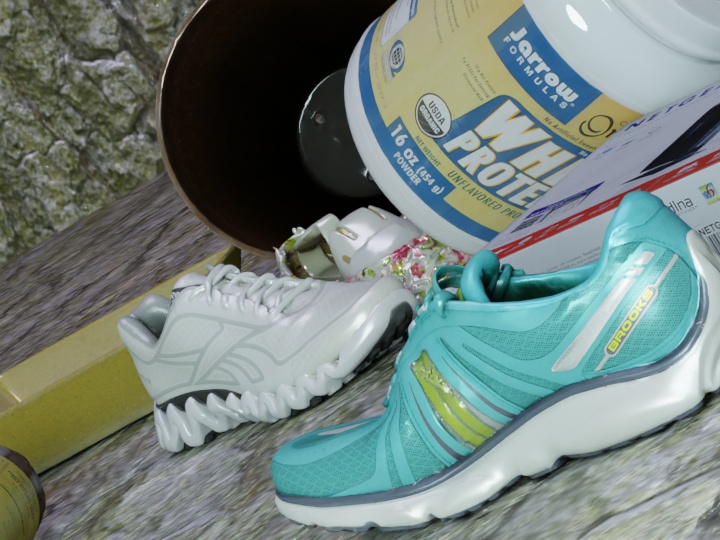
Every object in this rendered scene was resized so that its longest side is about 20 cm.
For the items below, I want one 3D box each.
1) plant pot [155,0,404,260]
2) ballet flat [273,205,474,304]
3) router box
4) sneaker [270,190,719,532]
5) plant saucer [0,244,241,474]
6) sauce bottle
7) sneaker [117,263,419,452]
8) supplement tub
[{"bbox_3d":[-0.016,-0.095,1.880,0.187,0.187,0.200,-30,-7,8],"label":"plant pot"},{"bbox_3d":[0.000,0.000,1.519,0.076,0.064,0.200,-33,8,-22],"label":"ballet flat"},{"bbox_3d":[0.157,-0.042,1.220,0.200,0.049,0.179,-25,9,39],"label":"router box"},{"bbox_3d":[0.046,0.033,1.045,0.200,0.080,0.078,-28,8,30],"label":"sneaker"},{"bbox_3d":[-0.164,0.069,1.777,0.200,0.048,0.200,-28,8,16],"label":"plant saucer"},{"bbox_3d":[-0.205,0.139,1.410,0.065,0.065,0.200,-29,7,15],"label":"sauce bottle"},{"bbox_3d":[-0.052,0.032,1.458,0.200,0.081,0.075,-21,11,47],"label":"sneaker"},{"bbox_3d":[0.101,-0.111,1.410,0.200,0.145,0.145,-41,-1,43],"label":"supplement tub"}]
